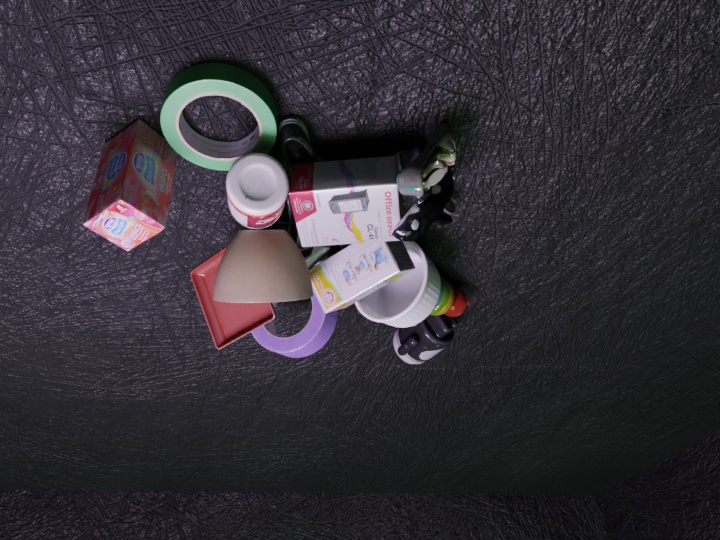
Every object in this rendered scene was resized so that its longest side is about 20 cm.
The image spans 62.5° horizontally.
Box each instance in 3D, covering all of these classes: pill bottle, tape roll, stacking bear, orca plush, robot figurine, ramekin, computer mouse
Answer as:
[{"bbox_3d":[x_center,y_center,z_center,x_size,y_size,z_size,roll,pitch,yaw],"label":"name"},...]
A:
[{"bbox_3d":[-0.194,-0.139,1.107,0.108,0.111,0.200,3,173,-10],"label":"pill bottle"},{"bbox_3d":[-0.160,0.099,1.399,0.198,0.202,0.085,-14,160,12],"label":"tape roll"},{"bbox_3d":[0.188,0.060,1.486,0.199,0.115,0.121,20,137,-37],"label":"stacking bear"},{"bbox_3d":[-0.246,-0.264,1.042,0.198,0.049,0.201,-4,143,-3],"label":"tape roll"},{"bbox_3d":[0.137,-0.108,1.091,0.071,0.200,0.105,41,133,3],"label":"orca plush"},{"bbox_3d":[0.176,0.177,1.618,0.149,0.126,0.200,21,136,-26],"label":"robot figurine"},{"bbox_3d":[0.087,0.033,1.362,0.199,0.202,0.098,-25,147,25],"label":"ramekin"},{"bbox_3d":[-0.097,-0.032,1.303,0.198,0.044,0.110,-19,178,2],"label":"computer mouse"}]

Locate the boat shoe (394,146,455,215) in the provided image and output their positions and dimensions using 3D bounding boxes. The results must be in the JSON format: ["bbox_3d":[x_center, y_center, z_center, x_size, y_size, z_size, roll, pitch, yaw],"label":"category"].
[{"bbox_3d":[0.144,-0.176,1.189,0.061,0.075,0.200,-16,134,34],"label":"boat shoe"}]

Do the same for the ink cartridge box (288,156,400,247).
[{"bbox_3d":[-0.024,-0.126,1.111,0.198,0.086,0.148,-3,138,6],"label":"ink cartridge box"}]

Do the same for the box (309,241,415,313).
[{"bbox_3d":[0.000,0.000,1.285,0.199,0.102,0.112,-30,172,22],"label":"box"}]

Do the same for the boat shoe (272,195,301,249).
[{"bbox_3d":[-0.153,-0.105,1.247,0.062,0.075,0.201,-5,149,-11],"label":"boat shoe"}]

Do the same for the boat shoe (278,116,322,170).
[{"bbox_3d":[-0.108,-0.201,1.134,0.068,0.057,0.201,-13,143,11],"label":"boat shoe"}]

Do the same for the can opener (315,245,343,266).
[{"bbox_3d":[-0.115,-0.022,1.373,0.198,0.067,0.053,-5,148,-9],"label":"can opener"}]

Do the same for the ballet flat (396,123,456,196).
[{"bbox_3d":[0.136,-0.195,1.059,0.063,0.200,0.068,15,138,32],"label":"ballet flat"}]

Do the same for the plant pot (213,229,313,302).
[{"bbox_3d":[-0.195,-0.013,1.186,0.198,0.136,0.200,-1,-177,0],"label":"plant pot"}]

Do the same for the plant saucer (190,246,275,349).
[{"bbox_3d":[-0.289,0.053,1.369,0.199,0.202,0.037,-29,167,29],"label":"plant saucer"}]

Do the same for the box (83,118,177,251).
[{"bbox_3d":[-0.399,-0.152,1.045,0.102,0.202,0.095,-23,140,25],"label":"box"}]

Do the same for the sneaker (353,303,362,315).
[{"bbox_3d":[0.002,0.063,1.490,0.098,0.071,0.200,-33,137,29],"label":"sneaker"}]
